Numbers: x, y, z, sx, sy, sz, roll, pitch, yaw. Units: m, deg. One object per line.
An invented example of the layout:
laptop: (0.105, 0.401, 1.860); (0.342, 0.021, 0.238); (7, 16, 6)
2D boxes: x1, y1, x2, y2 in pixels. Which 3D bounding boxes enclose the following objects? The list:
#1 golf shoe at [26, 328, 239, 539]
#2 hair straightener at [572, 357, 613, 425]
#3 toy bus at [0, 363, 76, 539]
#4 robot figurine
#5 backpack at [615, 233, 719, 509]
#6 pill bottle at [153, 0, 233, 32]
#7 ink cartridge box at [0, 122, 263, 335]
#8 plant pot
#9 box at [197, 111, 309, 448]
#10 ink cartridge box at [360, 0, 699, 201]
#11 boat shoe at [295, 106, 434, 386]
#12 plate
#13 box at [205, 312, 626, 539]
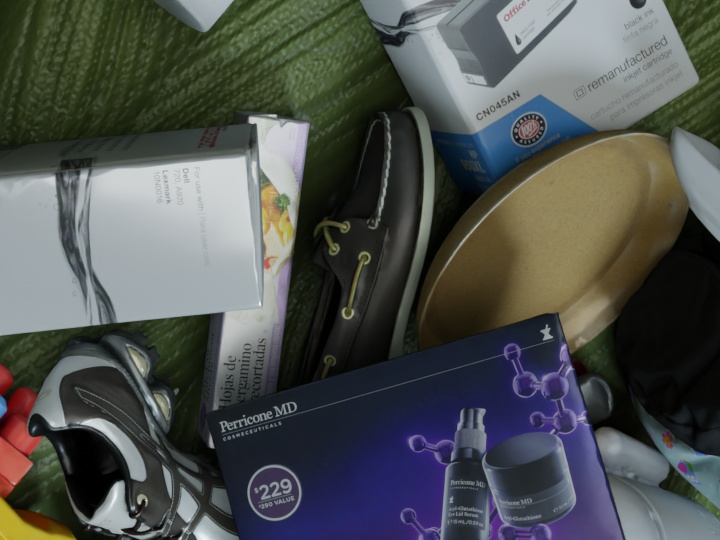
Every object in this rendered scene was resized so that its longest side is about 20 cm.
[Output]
golf shoe: (-0.123, 0.135, 0.834); (0.078, 0.095, 0.200); (-24, 107, 35)
hair straightener: (0.069, 0.114, 0.904); (0.200, 0.077, 0.041); (-21, 106, -12)
toy bus: (-0.229, 0.154, 0.808); (0.200, 0.136, 0.192); (48, 68, -20)
robot figurine: (0.158, 0.185, 0.903); (0.200, 0.113, 0.170); (20, 69, -45)
backpack: (0.255, 0.094, 0.919); (0.127, 0.167, 0.200); (-41, 125, 13)
pill bottle: (-0.060, -0.237, 0.788); (0.114, 0.114, 0.200); (39, 87, -18)
ink cartridge box: (-0.149, -0.023, 0.761); (0.199, 0.146, 0.085); (-5, 101, -2)
plant pot: (0.112, -0.009, 0.872); (0.200, 0.027, 0.200); (-25, 144, -20)
box: (-0.065, 0.006, 0.866); (0.039, 0.041, 0.201); (5, 99, -16)
ink cartridge box: (0.086, -0.164, 0.858); (0.144, 0.084, 0.200); (-32, 106, -10)
boat shoe: (0.000, 0.000, 0.866); (0.060, 0.072, 0.202); (5, 99, -15)
plate: (0.261, 0.003, 0.852); (0.032, 0.200, 0.200); (-47, 73, 16)
box: (0.032, 0.117, 0.803); (0.200, 0.079, 0.141); (-17, 81, 5)
